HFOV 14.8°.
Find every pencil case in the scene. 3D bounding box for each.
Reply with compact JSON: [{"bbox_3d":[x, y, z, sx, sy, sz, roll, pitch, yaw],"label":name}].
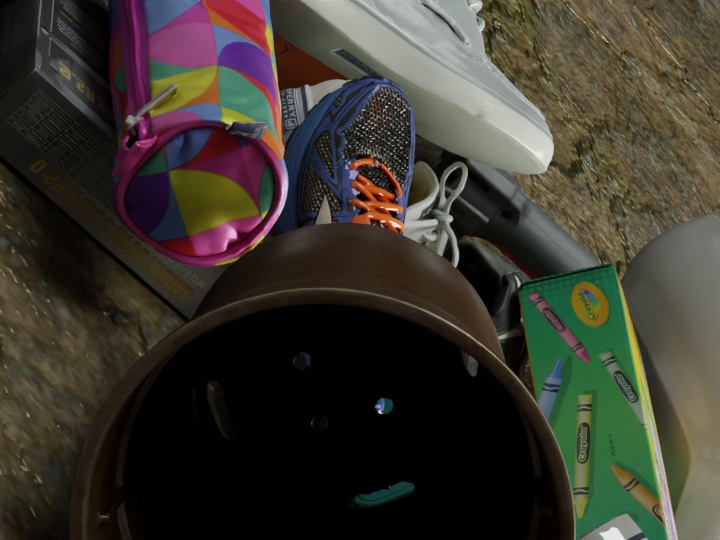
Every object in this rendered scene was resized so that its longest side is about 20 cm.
[{"bbox_3d":[-0.080,-0.090,1.309,0.088,0.088,0.201,41,23,-29],"label":"pencil case"}]

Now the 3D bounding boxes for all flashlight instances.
[{"bbox_3d":[0.120,-0.001,1.782,0.200,0.068,0.068,40,14,-17],"label":"flashlight"}]

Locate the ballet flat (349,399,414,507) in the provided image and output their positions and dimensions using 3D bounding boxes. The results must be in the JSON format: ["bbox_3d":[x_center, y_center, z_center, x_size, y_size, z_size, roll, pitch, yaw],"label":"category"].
[{"bbox_3d":[0.031,0.129,1.367,0.069,0.069,0.201,40,25,-31],"label":"ballet flat"}]

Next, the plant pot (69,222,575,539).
[{"bbox_3d":[-0.013,0.077,1.179,0.200,0.200,0.198,48,11,-11],"label":"plant pot"}]

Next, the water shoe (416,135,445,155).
[{"bbox_3d":[0.019,-0.122,1.782,0.200,0.072,0.079,33,-1,-39],"label":"water shoe"}]

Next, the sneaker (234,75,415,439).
[{"bbox_3d":[0.000,0.000,1.338,0.075,0.078,0.201,23,69,-36],"label":"sneaker"}]

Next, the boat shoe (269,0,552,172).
[{"bbox_3d":[0.031,-0.124,1.452,0.200,0.072,0.070,33,-18,-26],"label":"boat shoe"}]

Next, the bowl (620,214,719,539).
[{"bbox_3d":[0.193,0.090,1.655,0.074,0.200,0.201,-9,54,-18],"label":"bowl"}]

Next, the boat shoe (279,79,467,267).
[{"bbox_3d":[0.018,-0.031,1.466,0.203,0.086,0.075,70,8,-46],"label":"boat shoe"}]

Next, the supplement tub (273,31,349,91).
[{"bbox_3d":[-0.021,-0.131,1.592,0.123,0.122,0.200,46,21,-16],"label":"supplement tub"}]

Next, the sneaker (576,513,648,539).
[{"bbox_3d":[0.083,0.184,1.210,0.078,0.200,0.080,-28,75,-32],"label":"sneaker"}]

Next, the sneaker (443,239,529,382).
[{"bbox_3d":[0.069,0.019,1.575,0.200,0.066,0.091,-66,153,-67],"label":"sneaker"}]

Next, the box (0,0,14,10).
[{"bbox_3d":[-0.122,-0.197,1.297,0.046,0.199,0.159,48,45,-18],"label":"box"}]

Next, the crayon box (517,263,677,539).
[{"bbox_3d":[0.135,0.113,1.506,0.119,0.058,0.201,68,12,-51],"label":"crayon box"}]

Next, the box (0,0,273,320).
[{"bbox_3d":[-0.108,-0.065,1.394,0.200,0.048,0.159,42,23,-28],"label":"box"}]
